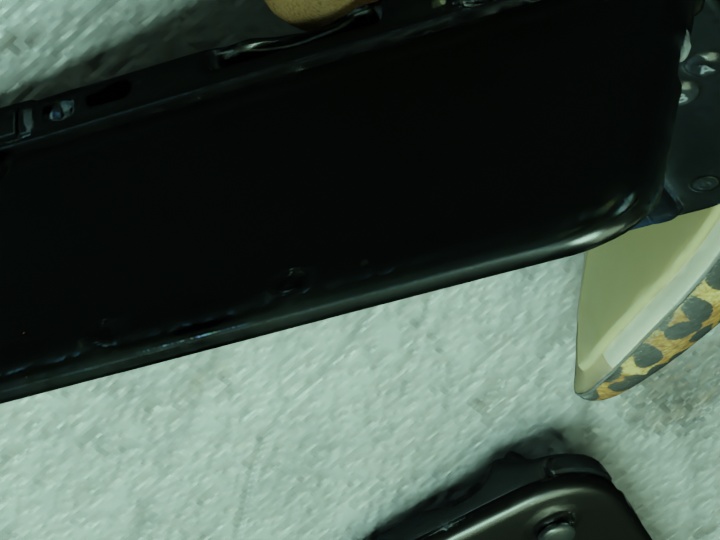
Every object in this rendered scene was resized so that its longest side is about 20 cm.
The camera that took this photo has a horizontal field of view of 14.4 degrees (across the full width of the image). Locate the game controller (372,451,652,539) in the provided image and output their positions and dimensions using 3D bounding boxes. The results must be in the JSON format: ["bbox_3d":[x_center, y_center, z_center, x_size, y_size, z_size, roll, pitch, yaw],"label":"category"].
[{"bbox_3d":[0.064,0.129,1.011,0.104,0.042,0.200,-34,143,2],"label":"game controller"}]

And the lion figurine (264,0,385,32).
[{"bbox_3d":[-0.003,-0.097,0.679,0.122,0.073,0.200,-17,148,0],"label":"lion figurine"}]

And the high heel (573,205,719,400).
[{"bbox_3d":[0.155,-0.031,0.860,0.142,0.071,0.200,14,115,-34],"label":"high heel"}]

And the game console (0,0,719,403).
[{"bbox_3d":[0.000,0.000,0.693,0.199,0.117,0.176,-14,150,20],"label":"game console"}]
